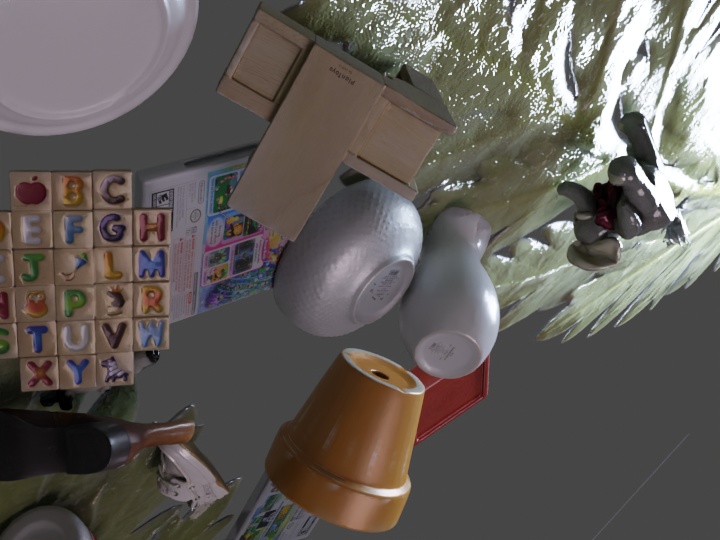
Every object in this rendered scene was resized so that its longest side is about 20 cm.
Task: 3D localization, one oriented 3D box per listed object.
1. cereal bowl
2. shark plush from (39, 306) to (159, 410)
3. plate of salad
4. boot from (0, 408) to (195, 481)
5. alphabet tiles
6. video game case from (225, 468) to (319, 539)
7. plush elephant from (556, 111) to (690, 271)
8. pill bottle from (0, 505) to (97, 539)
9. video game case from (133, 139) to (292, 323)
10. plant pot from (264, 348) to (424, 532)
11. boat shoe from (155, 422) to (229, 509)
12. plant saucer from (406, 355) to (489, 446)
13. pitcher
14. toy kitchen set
[{"bbox_3d":[0.000,0.000,1.084,0.199,0.083,0.201,-34,150,-23],"label":"cereal bowl"},{"bbox_3d":[-0.252,0.080,0.932,0.090,0.084,0.201,22,128,-16],"label":"shark plush"},{"bbox_3d":[-0.214,-0.179,0.695,0.198,0.048,0.201,-24,152,-14],"label":"plate of salad"},{"bbox_3d":[-0.294,0.166,0.995,0.185,0.070,0.200,-6,177,11],"label":"boot"},{"bbox_3d":[-0.247,0.011,0.824,0.164,0.006,0.203,-1,111,-16],"label":"alphabet tiles"},{"bbox_3d":[-0.112,0.365,1.481,0.181,0.022,0.201,-3,132,-45],"label":"video game case"},{"bbox_3d":[0.349,-0.093,1.326,0.153,0.166,0.201,-18,124,34],"label":"plush elephant"},{"bbox_3d":[-0.353,0.373,1.147,0.111,0.113,0.201,-31,147,-15],"label":"pill bottle"},{"bbox_3d":[-0.144,-0.037,0.963,0.180,0.024,0.202,-20,141,-31],"label":"video game case"},{"bbox_3d":[-0.005,0.214,1.278,0.199,0.199,0.186,11,106,-52],"label":"plant pot"},{"bbox_3d":[-0.221,0.256,1.186,0.069,0.071,0.201,-35,149,-12],"label":"boat shoe"},{"bbox_3d":[0.135,0.193,1.527,0.198,0.037,0.201,-31,146,-16],"label":"plant saucer"},{"bbox_3d":[0.099,0.046,1.177,0.120,0.202,0.172,21,131,-12],"label":"pitcher"},{"bbox_3d":[-0.043,-0.138,0.905,0.198,0.181,0.164,28,110,-14],"label":"toy kitchen set"}]
